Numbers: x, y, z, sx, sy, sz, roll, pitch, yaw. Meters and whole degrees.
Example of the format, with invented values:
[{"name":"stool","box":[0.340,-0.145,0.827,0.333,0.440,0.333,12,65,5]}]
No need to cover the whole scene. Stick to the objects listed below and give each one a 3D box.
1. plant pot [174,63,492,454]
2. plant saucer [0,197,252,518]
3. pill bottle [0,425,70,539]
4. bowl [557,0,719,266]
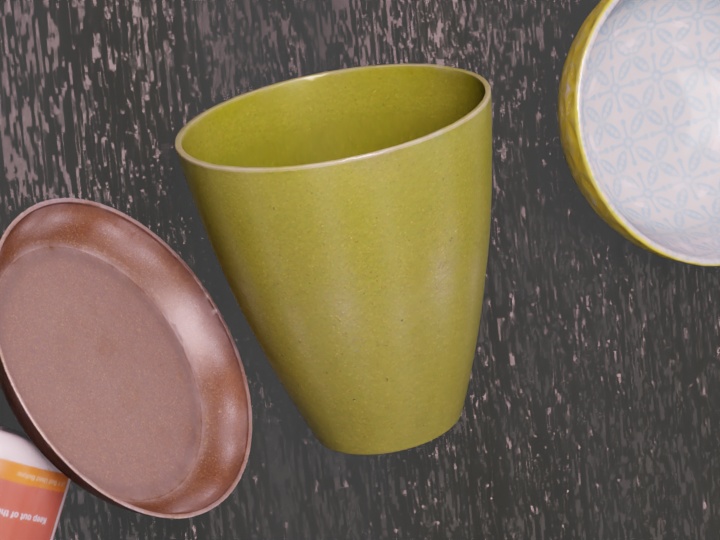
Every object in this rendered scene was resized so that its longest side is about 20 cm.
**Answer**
[{"name":"plant pot","box":[0.000,0.000,1.161,0.187,0.187,0.201,-19,113,-20]},{"name":"plant saucer","box":[-0.142,0.054,1.116,0.200,0.032,0.201,34,40,-34]},{"name":"pill bottle","box":[-0.240,0.182,1.088,0.112,0.112,0.201,19,84,-21]},{"name":"bowl","box":[0.204,-0.102,1.261,0.199,0.108,0.201,0,91,-21]}]
